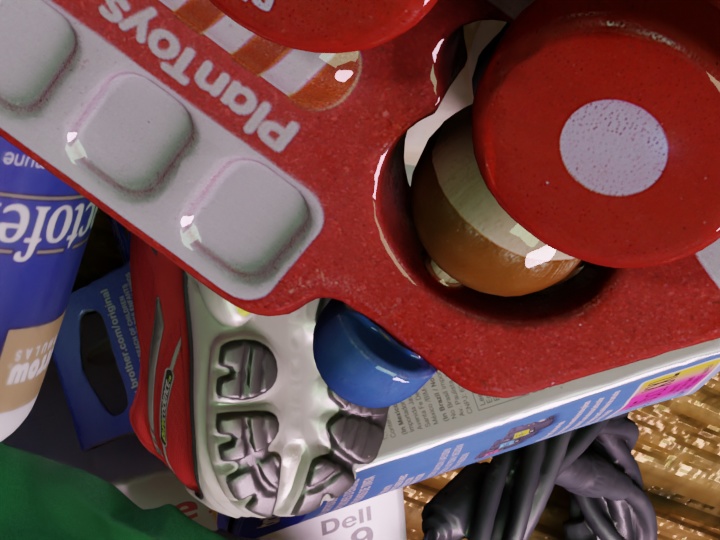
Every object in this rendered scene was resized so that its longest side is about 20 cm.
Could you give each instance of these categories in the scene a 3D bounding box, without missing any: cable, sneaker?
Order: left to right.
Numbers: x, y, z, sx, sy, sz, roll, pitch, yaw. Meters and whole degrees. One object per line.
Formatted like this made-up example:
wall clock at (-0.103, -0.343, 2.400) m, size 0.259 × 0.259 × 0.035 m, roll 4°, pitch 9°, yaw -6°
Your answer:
sneaker at (-0.038, -0.032, 0.719) m, size 0.077 × 0.085 × 0.201 m, roll 0°, pitch 99°, yaw -38°
cable at (0.069, 0.132, 0.978) m, size 0.051 × 0.163 × 0.201 m, roll 8°, pitch 132°, yaw 26°

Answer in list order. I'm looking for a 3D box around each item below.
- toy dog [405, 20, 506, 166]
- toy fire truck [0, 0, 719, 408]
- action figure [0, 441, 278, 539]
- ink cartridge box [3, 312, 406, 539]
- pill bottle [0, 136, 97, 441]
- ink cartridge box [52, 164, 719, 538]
toy dog at (0.085, -0.115, 0.749) m, size 0.139 × 0.193 × 0.201 m, roll 15°, pitch 91°, yaw -53°
toy fire truck at (0.010, -0.048, 0.618) m, size 0.200 × 0.112 × 0.168 m, roll 36°, pitch 128°, yaw -9°
action figure at (-0.050, 0.113, 0.767) m, size 0.055 × 0.199 × 0.119 m, roll 7°, pitch 87°, yaw -65°
ink cartridge box at (-0.061, 0.109, 0.925) m, size 0.145 × 0.088 × 0.201 m, roll -15°, pitch 131°, yaw -13°
pill bottle at (-0.135, -0.016, 0.729) m, size 0.115 × 0.116 × 0.201 m, roll 10°, pitch 108°, yaw -32°
ink cartridge box at (0.000, 0.000, 0.818) m, size 0.199 × 0.137 × 0.076 m, roll -17°, pitch 166°, yaw -13°
